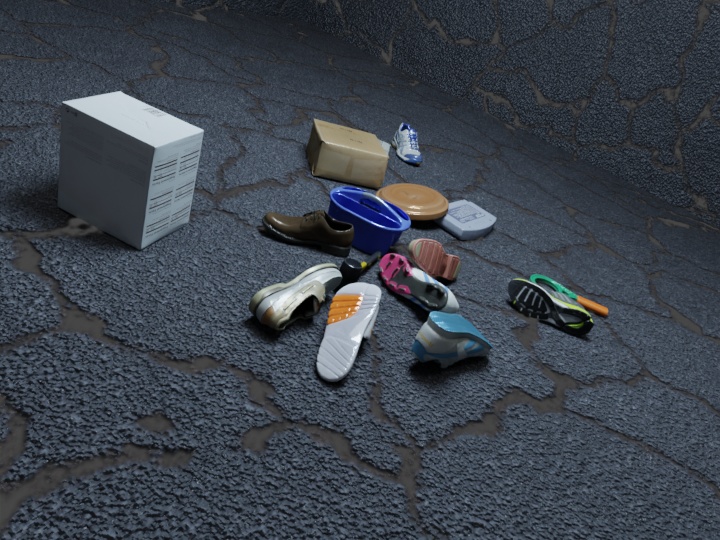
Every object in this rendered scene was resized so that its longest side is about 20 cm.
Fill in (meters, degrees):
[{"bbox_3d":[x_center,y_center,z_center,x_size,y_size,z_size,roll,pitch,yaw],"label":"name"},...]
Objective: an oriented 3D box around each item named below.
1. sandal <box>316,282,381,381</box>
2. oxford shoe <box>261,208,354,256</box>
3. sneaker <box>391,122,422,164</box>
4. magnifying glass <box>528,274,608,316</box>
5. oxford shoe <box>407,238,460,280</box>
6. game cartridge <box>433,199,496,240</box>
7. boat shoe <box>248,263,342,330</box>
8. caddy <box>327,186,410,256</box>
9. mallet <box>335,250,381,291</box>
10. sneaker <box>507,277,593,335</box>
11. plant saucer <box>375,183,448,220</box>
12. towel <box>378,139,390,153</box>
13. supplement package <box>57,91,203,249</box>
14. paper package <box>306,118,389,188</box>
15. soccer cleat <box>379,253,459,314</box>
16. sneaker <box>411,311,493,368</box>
[{"bbox_3d":[-0.023,0.107,0.927,0.078,0.060,0.208,10,49,15],"label":"sandal"},{"bbox_3d":[-0.108,-0.099,1.171,0.198,0.085,0.073,12,33,-11],"label":"oxford shoe"},{"bbox_3d":[0.160,-0.430,1.859,0.075,0.089,0.201,6,35,-26],"label":"sneaker"},{"bbox_3d":[0.505,0.063,1.348,0.198,0.023,0.080,22,30,6],"label":"magnifying glass"},{"bbox_3d":[0.144,-0.023,1.188,0.073,0.071,0.200,17,-6,36],"label":"oxford shoe"},{"bbox_3d":[0.289,-0.139,1.524,0.133,0.041,0.199,34,33,28],"label":"game cartridge"},{"bbox_3d":[-0.097,0.050,0.958,0.068,0.075,0.199,42,43,22],"label":"boat shoe"},{"bbox_3d":[0.016,-0.124,1.261,0.199,0.106,0.141,28,32,12],"label":"caddy"},{"bbox_3d":[0.000,0.000,1.132,0.041,0.066,0.200,29,16,12],"label":"mallet"},{"bbox_3d":[0.420,0.074,1.238,0.199,0.074,0.081,30,24,1],"label":"sneaker"},{"bbox_3d":[0.138,-0.190,1.477,0.198,0.033,0.201,5,29,-3],"label":"plant saucer"},{"bbox_3d":[0.000,-0.404,1.773,0.191,0.035,0.200,20,31,-1],"label":"towel"},{"bbox_3d":[-0.417,-0.185,1.003,0.190,0.201,0.147,26,30,9],"label":"supplement package"},{"bbox_3d":[-0.041,-0.330,1.562,0.198,0.104,0.191,9,31,-19],"label":"paper package"},{"bbox_3d":[0.116,0.035,1.123,0.200,0.070,0.086,38,3,41],"label":"soccer cleat"},{"bbox_3d":[0.163,0.128,0.984,0.199,0.081,0.077,18,21,-46],"label":"sneaker"}]
